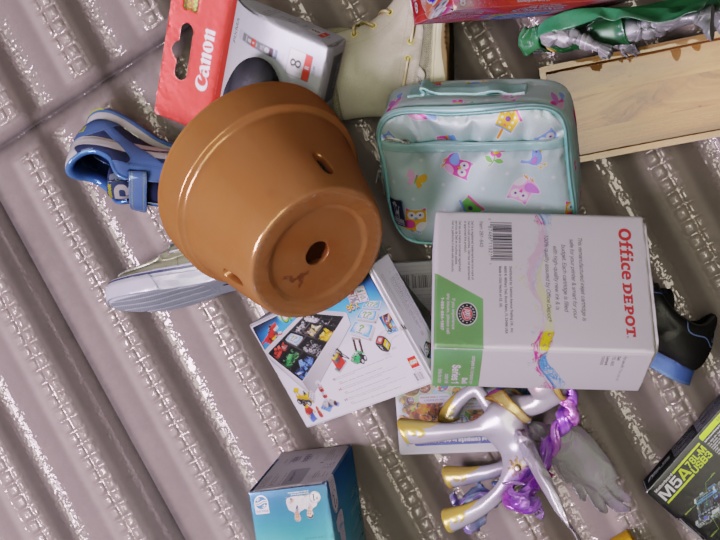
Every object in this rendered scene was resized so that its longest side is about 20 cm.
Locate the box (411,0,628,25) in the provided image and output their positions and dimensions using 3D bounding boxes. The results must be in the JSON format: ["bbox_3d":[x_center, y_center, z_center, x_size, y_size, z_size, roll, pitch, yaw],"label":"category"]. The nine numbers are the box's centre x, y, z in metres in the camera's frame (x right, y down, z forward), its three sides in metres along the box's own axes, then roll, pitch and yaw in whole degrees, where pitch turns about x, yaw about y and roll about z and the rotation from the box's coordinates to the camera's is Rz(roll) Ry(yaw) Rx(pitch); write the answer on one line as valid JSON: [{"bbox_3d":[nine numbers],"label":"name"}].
[{"bbox_3d":[0.148,-0.290,1.076,0.197,0.095,0.101,-9,95,-21],"label":"box"}]

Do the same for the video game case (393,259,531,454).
[{"bbox_3d":[0.103,0.089,1.202,0.141,0.018,0.204,-3,95,9],"label":"video game case"}]

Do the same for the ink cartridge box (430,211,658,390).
[{"bbox_3d":[0.165,0.028,1.069,0.196,0.084,0.147,2,59,3],"label":"ink cartridge box"}]

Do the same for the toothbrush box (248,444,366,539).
[{"bbox_3d":[-0.044,0.298,1.182,0.084,0.146,0.203,-9,96,10],"label":"toothbrush box"}]

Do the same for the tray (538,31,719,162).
[{"bbox_3d":[0.281,-0.170,1.138,0.197,0.037,0.100,-10,94,11],"label":"tray"}]

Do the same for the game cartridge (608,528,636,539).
[{"bbox_3d":[0.246,0.397,1.204,0.199,0.032,0.177,-35,90,10],"label":"game cartridge"}]

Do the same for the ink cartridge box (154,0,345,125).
[{"bbox_3d":[-0.123,-0.188,1.154,0.198,0.050,0.164,23,120,12],"label":"ink cartridge box"}]

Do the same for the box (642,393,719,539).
[{"bbox_3d":[0.419,0.206,1.151,0.193,0.047,0.201,40,101,6],"label":"box"}]

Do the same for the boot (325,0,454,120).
[{"bbox_3d":[0.016,-0.248,1.155,0.152,0.072,0.204,-1,99,11],"label":"boot"}]

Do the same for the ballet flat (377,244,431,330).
[{"bbox_3d":[0.000,0.000,1.172,0.067,0.064,0.201,-43,80,20],"label":"ballet flat"}]

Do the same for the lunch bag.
[{"bbox_3d":[0.111,-0.107,1.114,0.197,0.078,0.162,-1,128,16],"label":"lunch bag"}]

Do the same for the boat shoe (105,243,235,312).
[{"bbox_3d":[-0.175,-0.005,1.219,0.197,0.072,0.063,-13,69,6],"label":"boat shoe"}]

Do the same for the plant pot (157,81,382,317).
[{"bbox_3d":[-0.069,-0.053,1.065,0.201,0.199,0.140,-52,47,10],"label":"plant pot"}]

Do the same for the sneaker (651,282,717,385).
[{"bbox_3d":[0.258,0.036,1.150,0.198,0.070,0.079,28,95,-1],"label":"sneaker"}]

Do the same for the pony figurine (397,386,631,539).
[{"bbox_3d":[0.159,0.181,1.131,0.198,0.166,0.195,-29,83,26],"label":"pony figurine"}]

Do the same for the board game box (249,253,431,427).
[{"bbox_3d":[-0.015,0.075,1.155,0.199,0.034,0.127,-25,96,44],"label":"board game box"}]

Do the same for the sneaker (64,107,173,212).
[{"bbox_3d":[-0.214,-0.093,1.191,0.197,0.083,0.075,22,136,11],"label":"sneaker"}]

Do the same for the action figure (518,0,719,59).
[{"bbox_3d":[0.238,-0.226,1.084,0.198,0.118,0.056,1,102,35],"label":"action figure"}]

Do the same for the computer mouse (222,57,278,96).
[{"bbox_3d":[-0.119,-0.108,1.126,0.058,0.034,0.203,16,110,13],"label":"computer mouse"}]
